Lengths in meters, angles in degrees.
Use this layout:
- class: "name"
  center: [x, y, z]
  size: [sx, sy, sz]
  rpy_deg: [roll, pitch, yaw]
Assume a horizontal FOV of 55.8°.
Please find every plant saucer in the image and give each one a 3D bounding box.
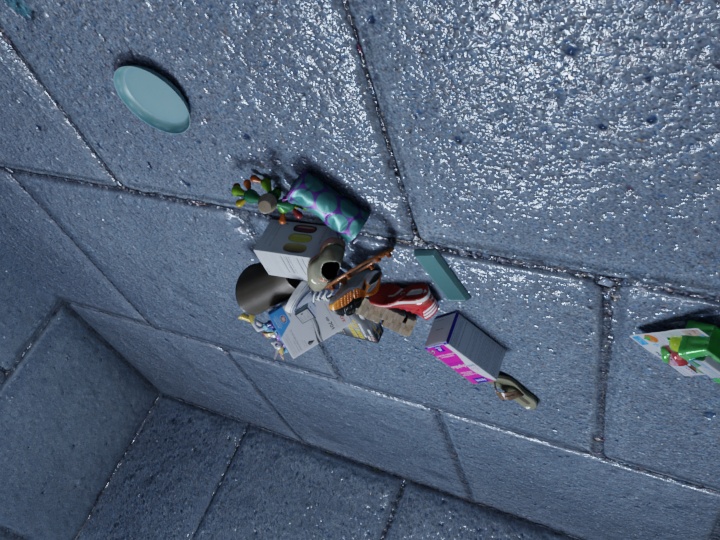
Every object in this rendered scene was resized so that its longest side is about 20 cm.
- class: "plant saucer"
  center: [0.205, 0.017, 1.708]
  size: [0.069, 0.019, 0.200]
  rpy_deg: [-1, 142, 41]
- class: "plant saucer"
  center: [-0.478, -0.400, 1.576]
  size: [0.198, 0.028, 0.201]
  rpy_deg: [20, 151, 11]

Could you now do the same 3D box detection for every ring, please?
- class: "ring"
  center: [0.000, 0.000, 1.680]
  size: [0.019, 0.199, 0.200]
  rpy_deg: [60, 148, 3]

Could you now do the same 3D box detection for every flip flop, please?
- class: "flip flop"
  center: [0.452, 0.374, 2.052]
  size: [0.199, 0.058, 0.081]
  rpy_deg: [36, 150, -17]

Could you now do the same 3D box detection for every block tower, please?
- class: "block tower"
  center: [0.061, 0.121, 1.930]
  size: [0.198, 0.058, 0.054]
  rpy_deg: [24, -167, -6]

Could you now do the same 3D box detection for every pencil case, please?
- class: "pencil case"
  center: [-0.078, -0.147, 1.598]
  size: [0.199, 0.085, 0.093]
  rpy_deg: [35, 115, -14]

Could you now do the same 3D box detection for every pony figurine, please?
- class: "pony figurine"
  center: [-0.267, 0.168, 2.210]
  size: [0.200, 0.193, 0.167]
  rpy_deg: [45, 149, 4]

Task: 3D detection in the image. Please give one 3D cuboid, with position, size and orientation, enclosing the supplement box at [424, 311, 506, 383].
- class: "supplement box"
  center: [0.291, 0.217, 1.881]
  size: [0.199, 0.104, 0.101]
  rpy_deg: [35, 150, -19]

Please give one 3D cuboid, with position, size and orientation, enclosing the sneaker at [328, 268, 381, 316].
- class: "sneaker"
  center: [-0.032, 0.053, 1.794]
  size: [0.091, 0.200, 0.076]
  rpy_deg: [19, 124, 30]

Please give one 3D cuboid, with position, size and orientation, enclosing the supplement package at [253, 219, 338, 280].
- class: "supplement package"
  center: [-0.160, -0.051, 1.798]
  size: [0.198, 0.114, 0.110]
  rpy_deg: [8, 146, 27]

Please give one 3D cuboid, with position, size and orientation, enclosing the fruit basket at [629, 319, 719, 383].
- class: "fruit basket"
  center: [0.720, 0.186, 1.481]
  size: [0.184, 0.094, 0.200]
  rpy_deg: [33, 154, -13]

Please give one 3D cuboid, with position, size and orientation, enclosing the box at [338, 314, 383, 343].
- class: "box"
  center: [-0.030, 0.138, 2.075]
  size: [0.157, 0.049, 0.201]
  rpy_deg: [11, 148, 26]

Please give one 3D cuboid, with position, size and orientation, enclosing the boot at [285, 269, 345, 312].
- class: "boot"
  center: [-0.113, 0.056, 1.835]
  size: [0.090, 0.200, 0.073]
  rpy_deg: [34, 151, 9]

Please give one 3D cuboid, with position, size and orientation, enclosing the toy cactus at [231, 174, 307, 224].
- class: "toy cactus"
  center: [-0.224, -0.163, 1.636]
  size: [0.198, 0.103, 0.165]
  rpy_deg: [22, -164, -5]

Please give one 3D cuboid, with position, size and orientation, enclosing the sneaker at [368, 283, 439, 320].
- class: "sneaker"
  center: [0.123, 0.098, 1.850]
  size: [0.199, 0.079, 0.116]
  rpy_deg: [-1, 140, 43]

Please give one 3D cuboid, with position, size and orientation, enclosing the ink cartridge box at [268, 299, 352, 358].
- class: "ink cartridge box"
  center: [-0.143, 0.134, 1.930]
  size: [0.147, 0.199, 0.086]
  rpy_deg: [60, 174, -4]

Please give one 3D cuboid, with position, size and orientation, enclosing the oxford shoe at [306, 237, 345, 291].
- class: "oxford shoe"
  center: [-0.091, 0.002, 1.663]
  size: [0.070, 0.074, 0.201]
  rpy_deg: [11, 143, -12]

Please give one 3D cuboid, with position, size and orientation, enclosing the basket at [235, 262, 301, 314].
- class: "basket"
  center: [-0.243, 0.029, 1.967]
  size: [0.199, 0.181, 0.136]
  rpy_deg: [-20, 118, 42]
